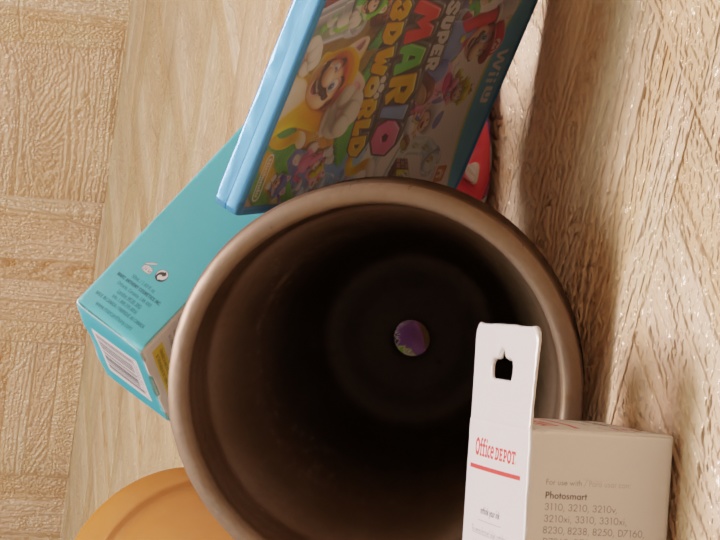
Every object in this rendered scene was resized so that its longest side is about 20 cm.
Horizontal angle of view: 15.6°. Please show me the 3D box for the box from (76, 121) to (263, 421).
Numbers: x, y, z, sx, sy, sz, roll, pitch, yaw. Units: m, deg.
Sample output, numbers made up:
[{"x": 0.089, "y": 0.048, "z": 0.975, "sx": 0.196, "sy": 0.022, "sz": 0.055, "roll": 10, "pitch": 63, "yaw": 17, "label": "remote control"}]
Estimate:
[{"x": -0.056, "y": -0.023, "z": 1.350, "sx": 0.200, "sy": 0.049, "sz": 0.082, "roll": -48, "pitch": -24, "yaw": -18, "label": "box"}]

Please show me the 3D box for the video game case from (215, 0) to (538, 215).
[{"x": 0.016, "y": -0.098, "z": 1.308, "sx": 0.018, "sy": 0.199, "sz": 0.144, "roll": 32, "pitch": 111, "yaw": 27, "label": "video game case"}]

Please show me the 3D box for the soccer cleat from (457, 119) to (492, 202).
[{"x": 0.047, "y": -0.095, "z": 1.496, "sx": 0.076, "sy": 0.066, "sz": 0.202, "roll": 3, "pitch": -92, "yaw": -77, "label": "soccer cleat"}]

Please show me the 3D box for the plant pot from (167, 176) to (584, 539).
[{"x": 0.016, "y": 0.048, "z": 1.315, "sx": 0.175, "sy": 0.198, "sz": 0.202, "roll": -42, "pitch": -42, "yaw": -81, "label": "plant pot"}]

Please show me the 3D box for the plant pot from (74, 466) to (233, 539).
[{"x": -0.093, "y": 0.239, "z": 1.781, "sx": 0.140, "sy": 0.199, "sz": 0.202, "roll": 1, "pitch": 87, "yaw": 63, "label": "plant pot"}]

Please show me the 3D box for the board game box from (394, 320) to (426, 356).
[{"x": 0.000, "y": 0.000, "z": 1.484, "sx": 0.120, "sy": 0.032, "sz": 0.202, "roll": 155, "pitch": 101, "yaw": -81, "label": "board game box"}]

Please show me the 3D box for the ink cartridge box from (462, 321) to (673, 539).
[{"x": 0.088, "y": 0.126, "z": 1.154, "sx": 0.115, "sy": 0.067, "sz": 0.202, "roll": -179, "pitch": 93, "yaw": -79, "label": "ink cartridge box"}]

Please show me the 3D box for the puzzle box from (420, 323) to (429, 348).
[{"x": 0.030, "y": 0.039, "z": 1.595, "sx": 0.133, "sy": 0.025, "sz": 0.202, "roll": 119, "pitch": 153, "yaw": -65, "label": "puzzle box"}]
